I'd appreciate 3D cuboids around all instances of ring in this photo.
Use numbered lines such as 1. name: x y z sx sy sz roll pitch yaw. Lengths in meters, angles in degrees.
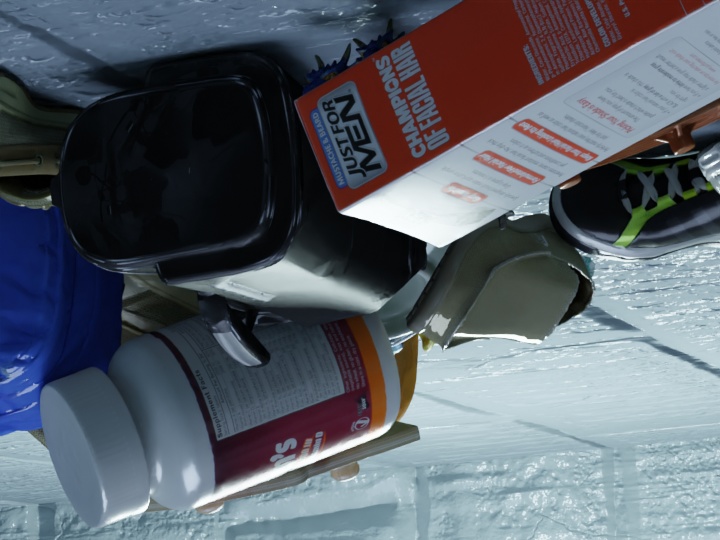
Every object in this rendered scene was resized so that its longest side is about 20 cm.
1. ring: 0.172 -0.087 1.099 0.200 0.019 0.200 -22 170 -4

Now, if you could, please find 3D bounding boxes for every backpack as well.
1. backpack: -0.256 0.026 1.341 0.199 0.163 0.168 -5 161 17

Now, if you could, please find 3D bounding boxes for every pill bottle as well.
1. pill bottle: -0.085 0.080 1.314 0.200 0.110 0.110 -20 177 -24

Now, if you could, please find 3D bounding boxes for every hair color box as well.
1. hair color box: 0.085 -0.088 0.967 0.200 0.064 0.111 -30 160 20

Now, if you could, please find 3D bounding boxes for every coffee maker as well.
1. coffee maker: -0.043 -0.048 1.185 0.192 0.135 0.200 -31 164 10

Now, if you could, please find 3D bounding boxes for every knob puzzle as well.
1. knob puzzle: -0.082 0.135 1.426 0.219 0.031 0.220 -12 -172 2

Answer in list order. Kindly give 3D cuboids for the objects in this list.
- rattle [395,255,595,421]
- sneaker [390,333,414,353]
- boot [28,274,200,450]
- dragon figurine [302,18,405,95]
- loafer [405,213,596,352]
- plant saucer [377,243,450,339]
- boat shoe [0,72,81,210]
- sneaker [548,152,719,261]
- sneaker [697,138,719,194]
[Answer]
1. rattle: 0.101 0.052 1.684 0.130 0.143 0.200 -34 147 33
2. sneaker: -0.001 0.025 1.533 0.199 0.096 0.079 -5 -149 10
3. boot: -0.132 0.079 1.464 0.200 0.156 0.073 35 -172 -32
4. dragon figurine: 0.040 -0.085 1.126 0.059 0.100 0.200 -11 -174 30
5. loafer: 0.095 0.010 1.332 0.068 0.076 0.200 37 -155 16
6. plant saucer: 0.000 0.000 1.408 0.200 0.050 0.200 -1 148 -1
7. boat shoe: -0.187 -0.058 1.183 0.073 0.063 0.201 -6 169 12
8. sneaker: 0.219 -0.058 1.372 0.199 0.072 0.083 -3 145 -10
9. sneaker: 0.260 -0.054 1.228 0.076 0.092 0.200 -26 177 -17
